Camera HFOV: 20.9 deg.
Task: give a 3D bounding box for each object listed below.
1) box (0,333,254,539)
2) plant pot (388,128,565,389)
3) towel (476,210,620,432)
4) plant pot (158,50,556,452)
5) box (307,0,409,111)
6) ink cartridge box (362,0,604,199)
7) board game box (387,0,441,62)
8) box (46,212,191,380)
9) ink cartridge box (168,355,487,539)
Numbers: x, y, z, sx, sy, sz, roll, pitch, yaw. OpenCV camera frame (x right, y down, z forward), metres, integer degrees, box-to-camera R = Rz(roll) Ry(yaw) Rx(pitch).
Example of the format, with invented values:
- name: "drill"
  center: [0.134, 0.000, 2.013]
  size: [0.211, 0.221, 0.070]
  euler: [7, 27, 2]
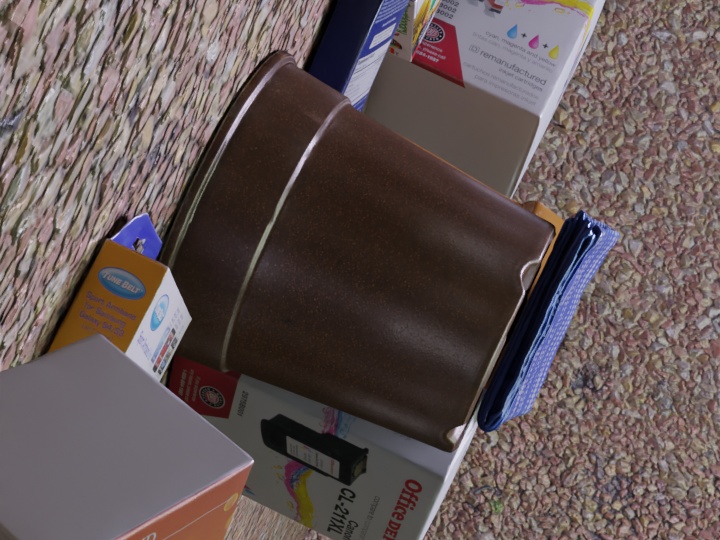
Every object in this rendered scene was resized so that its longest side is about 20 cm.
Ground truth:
- name: "box"
  center: [-0.143, 0.147, 0.819]
  size: [0.124, 0.097, 0.201]
  euler: [-26, 144, -50]
- name: "plant pot"
  center: [0.036, -0.003, 1.424]
  size: [0.200, 0.183, 0.200]
  euler: [-49, -177, 3]
- name: "towel"
  center: [0.124, 0.034, 1.243]
  size: [0.146, 0.024, 0.200]
  euler: [-65, 169, 5]
- name: "plant pot"
  center: [0.000, 0.000, 1.170]
  size: [0.200, 0.197, 0.202]
  euler: [25, 90, -84]
- name: "box"
  center: [0.003, -0.164, 1.319]
  size: [0.201, 0.032, 0.121]
  euler: [-64, 175, 18]
- name: "ink cartridge box"
  center: [0.108, -0.191, 1.620]
  size: [0.145, 0.144, 0.201]
  euler: [105, 11, -60]
- name: "board game box"
  center: [0.068, -0.269, 1.469]
  size: [0.126, 0.034, 0.201]
  euler: [88, 27, -77]
- name: "box"
  center: [-0.140, 0.072, 0.984]
  size: [0.201, 0.041, 0.119]
  euler: [-62, 173, -11]
- name: "ink cartridge box"
  center: [-0.028, 0.104, 1.333]
  size: [0.083, 0.199, 0.146]
  euler: [-60, 173, -35]
